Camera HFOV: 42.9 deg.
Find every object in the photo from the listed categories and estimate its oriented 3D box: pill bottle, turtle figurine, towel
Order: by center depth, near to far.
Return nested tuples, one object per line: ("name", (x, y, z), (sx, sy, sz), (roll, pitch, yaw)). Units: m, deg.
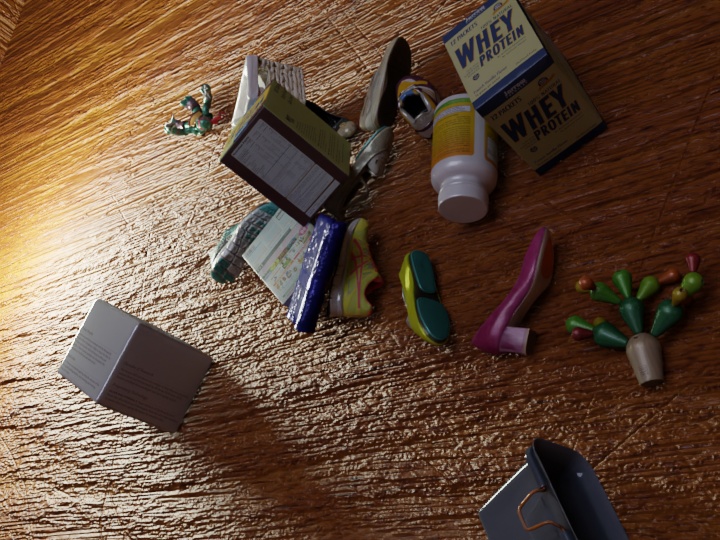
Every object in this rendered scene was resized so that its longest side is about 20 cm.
("pill bottle", (0.174, -0.185, 1.531), (0.111, 0.111, 0.201), (-18, 53, 35))
("towel", (-0.071, 0.006, 1.583), (0.148, 0.049, 0.201), (-145, 73, -75))
("turtle figurine", (-0.402, -0.368, 2.203), (0.150, 0.101, 0.200), (-45, 25, -10))

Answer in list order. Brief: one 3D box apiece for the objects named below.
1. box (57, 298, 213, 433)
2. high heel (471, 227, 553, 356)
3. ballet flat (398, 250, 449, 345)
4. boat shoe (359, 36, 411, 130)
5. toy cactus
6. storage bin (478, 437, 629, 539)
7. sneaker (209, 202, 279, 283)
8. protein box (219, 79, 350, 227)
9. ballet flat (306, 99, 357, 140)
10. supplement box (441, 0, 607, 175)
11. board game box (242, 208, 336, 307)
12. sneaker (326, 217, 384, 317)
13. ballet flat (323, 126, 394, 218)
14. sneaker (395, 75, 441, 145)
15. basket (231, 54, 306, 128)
("box", (-0.445, 0.187, 1.809), (0.198, 0.200, 0.172), (18, 80, 48))
("high heel", (0.229, 0.029, 1.375), (0.095, 0.067, 0.201), (7, 83, 34))
("ballet flat", (0.099, 0.056, 1.493), (0.067, 0.066, 0.201), (-52, 34, 37))
("boat shoe", (0.045, -0.368, 1.804), (0.065, 0.072, 0.201), (3, 72, 43))
("toy cactus", (0.367, 0.068, 1.212), (0.199, 0.102, 0.166), (-20, 62, 23))
("storage bin", (0.232, 0.333, 1.133), (0.134, 0.145, 0.201), (-47, 41, 24))
("sneaker", (-0.248, -0.072, 1.888), (0.200, 0.077, 0.091), (-46, 38, 8))
("protein box", (-0.136, -0.223, 1.720), (0.135, 0.200, 0.199), (-46, 17, 19))
("ballet flat", (-0.077, -0.305, 1.878), (0.066, 0.057, 0.200), (-37, 37, -20))
("supplement box", (0.259, -0.301, 1.458), (0.134, 0.199, 0.201), (-36, 45, 21))
("board game box", (-0.124, -0.028, 1.747), (0.148, 0.064, 0.200), (-51, 40, 6))
("sneaker", (0.000, 0.000, 1.610), (0.090, 0.078, 0.201), (11, 63, 2))
("ballet flat", (0.008, -0.181, 1.736), (0.200, 0.067, 0.062), (-49, 69, 13))
("sneaker", (0.103, -0.318, 1.699), (0.075, 0.090, 0.200), (-42, 44, 14))
("basket", (-0.192, -0.323, 1.898), (0.201, 0.122, 0.136), (113, 156, -48))
